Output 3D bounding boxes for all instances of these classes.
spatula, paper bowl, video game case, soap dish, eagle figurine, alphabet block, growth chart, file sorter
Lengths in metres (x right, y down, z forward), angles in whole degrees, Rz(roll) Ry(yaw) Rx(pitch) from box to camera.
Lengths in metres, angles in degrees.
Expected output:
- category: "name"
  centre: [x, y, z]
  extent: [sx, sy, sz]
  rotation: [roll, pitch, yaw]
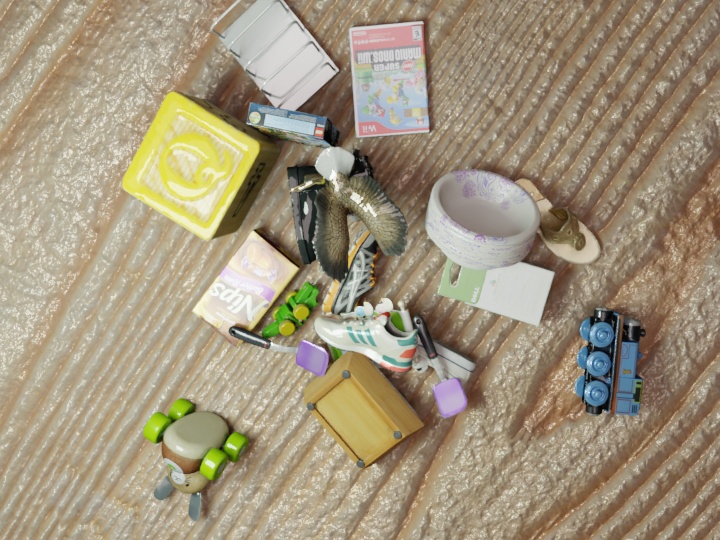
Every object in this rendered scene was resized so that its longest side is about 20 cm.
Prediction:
- category: "spatula"
  centre: [0.141, 0.173, 1.590]
  extent: [0.056, 0.021, 0.203]
  rotation: [-21, 103, 7]
- category: "paper bowl"
  centre: [0.212, -0.080, 1.540]
  extent: [0.197, 0.202, 0.105]
  rotation: [17, 131, 4]
- category: "video game case"
  centre: [0.054, -0.354, 1.608]
  extent: [0.140, 0.017, 0.204]
  rotation: [-3, 96, 6]
- category: "soap dish"
  centre: [0.000, 0.263, 1.623]
  extent: [0.157, 0.081, 0.201]
  rotation: [-41, 91, 29]
- category: "spatula"
  centre: [-0.154, 0.142, 1.622]
  extent: [0.197, 0.021, 0.057]
  rotation: [18, 112, -1]
- category: "eagle figurine"
  centre: [-0.019, -0.104, 1.515]
  extent: [0.152, 0.149, 0.202]
  rotation: [-45, 54, 35]
- category: "alphabet block"
  centre: [-0.281, -0.189, 1.567]
  extent: [0.193, 0.200, 0.198]
  rotation: [29, 98, 2]
- category: "growth chart"
  centre: [0.018, 0.130, 1.617]
  extent: [0.198, 0.018, 0.146]
  rotation: [-16, 106, 29]
- category: "file sorter"
  centre: [-0.157, -0.402, 1.572]
  extent: [0.138, 0.125, 0.201]
  rotation: [-40, 90, 8]

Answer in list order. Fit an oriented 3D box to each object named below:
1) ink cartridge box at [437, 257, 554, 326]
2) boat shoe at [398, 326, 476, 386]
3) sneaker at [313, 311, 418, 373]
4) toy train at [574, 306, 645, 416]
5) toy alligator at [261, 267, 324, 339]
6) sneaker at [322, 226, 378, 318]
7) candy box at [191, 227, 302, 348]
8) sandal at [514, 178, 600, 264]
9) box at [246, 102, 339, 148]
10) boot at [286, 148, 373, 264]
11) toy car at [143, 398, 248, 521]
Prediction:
- category: "ink cartridge box"
  centre: [0.250, 0.022, 1.605]
  extent: [0.197, 0.059, 0.106]
  rotation: [17, 97, 4]
- category: "boat shoe"
  centre: [0.119, 0.159, 1.630]
  extent: [0.198, 0.071, 0.071]
  rotation: [28, 95, -4]
- category: "sneaker"
  centre: [0.014, 0.106, 1.562]
  extent: [0.197, 0.070, 0.095]
  rotation: [23, 113, 11]
- category: "toy train"
  centre: [0.462, 0.169, 1.590]
  extent: [0.112, 0.087, 0.204]
  rotation: [4, 94, -4]
- category: "toy alligator"
  centre: [-0.109, 0.066, 1.651]
  extent: [0.200, 0.059, 0.054]
  rotation: [-48, 130, 8]
- category: "sneaker"
  centre: [0.000, 0.000, 1.624]
  extent: [0.076, 0.078, 0.202]
  rotation: [27, 107, 0]
- category: "candy box"
  centre: [-0.216, 0.034, 1.656]
  extent: [0.116, 0.056, 0.201]
  rotation: [38, 100, 0]
- category: "sandal"
  centre: [0.355, -0.084, 1.579]
  extent: [0.211, 0.070, 0.078]
  rotation: [44, 98, 0]
- category: "box"
  centre: [-0.115, -0.254, 1.543]
  extent: [0.134, 0.200, 0.038]
  rotation: [11, 93, 5]
- category: "boot"
  centre: [-0.048, -0.119, 1.619]
  extent: [0.159, 0.073, 0.202]
  rotation: [-8, 97, 0]
- category: "toy car"
  centre: [-0.336, 0.382, 1.665]
  extent: [0.163, 0.158, 0.203]
  rotation: [27, 110, 15]
